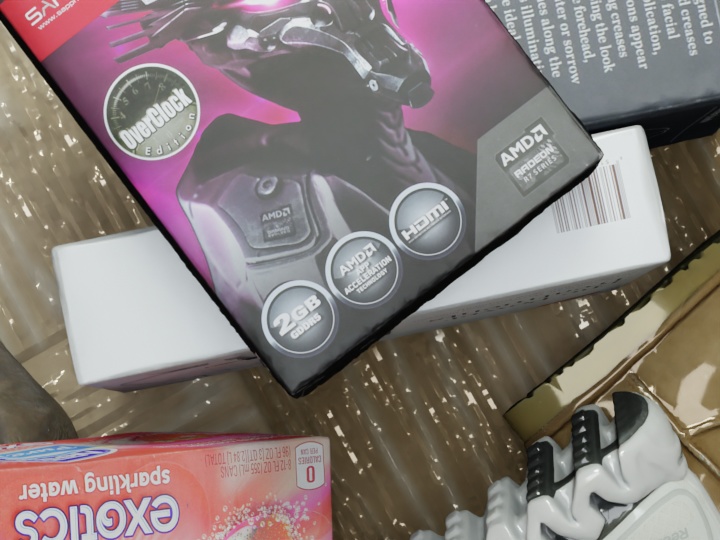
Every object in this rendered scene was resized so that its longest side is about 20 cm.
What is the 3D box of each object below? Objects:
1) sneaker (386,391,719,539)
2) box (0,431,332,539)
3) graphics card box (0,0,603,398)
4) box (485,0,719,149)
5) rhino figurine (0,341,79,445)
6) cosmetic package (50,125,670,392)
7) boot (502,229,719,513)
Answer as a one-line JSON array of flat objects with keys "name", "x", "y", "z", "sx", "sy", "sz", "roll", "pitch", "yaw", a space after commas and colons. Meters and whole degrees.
[{"name": "sneaker", "x": 0.043, "y": 0.127, "z": 0.877, "sx": 0.200, "sy": 0.075, "sz": 0.081, "roll": -33, "pitch": 105, "yaw": 20}, {"name": "box", "x": -0.112, "y": 0.110, "z": 0.805, "sx": 0.200, "sy": 0.095, "sz": 0.103, "roll": -1, "pitch": 89, "yaw": -40}, {"name": "graphics card box", "x": -0.032, "y": -0.074, "z": 0.767, "sx": 0.125, "sy": 0.051, "sz": 0.200, "roll": -36, "pitch": 87, "yaw": -3}, {"name": "box", "x": 0.032, "y": -0.087, "z": 0.867, "sx": 0.200, "sy": 0.148, "sz": 0.107, "roll": -11, "pitch": 87, "yaw": -1}, {"name": "rhino figurine", "x": -0.147, "y": 0.062, "z": 0.894, "sx": 0.200, "sy": 0.060, "sz": 0.087, "roll": 52, "pitch": 44, "yaw": 2}, {"name": "cosmetic package", "x": 0.000, "y": 0.000, "z": 0.861, "sx": 0.200, "sy": 0.151, "sz": 0.052, "roll": -12, "pitch": 88, "yaw": -1}, {"name": "boot", "x": 0.176, "y": 0.080, "z": 0.904, "sx": 0.175, "sy": 0.066, "sz": 0.200, "roll": -41, "pitch": 87, "yaw": 10}]
